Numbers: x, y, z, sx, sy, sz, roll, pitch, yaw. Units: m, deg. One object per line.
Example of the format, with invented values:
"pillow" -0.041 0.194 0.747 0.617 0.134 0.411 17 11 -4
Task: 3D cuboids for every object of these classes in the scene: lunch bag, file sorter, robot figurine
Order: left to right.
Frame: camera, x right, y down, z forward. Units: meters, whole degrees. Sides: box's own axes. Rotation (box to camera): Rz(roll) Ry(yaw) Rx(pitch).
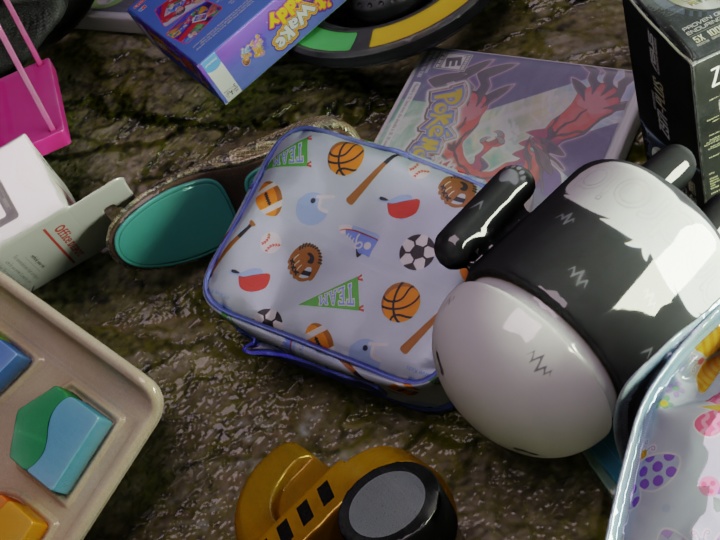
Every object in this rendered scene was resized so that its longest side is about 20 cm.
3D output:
"file sorter" -0.338 -0.133 0.998 0.200 0.125 0.139 -24 35 -2
"lunch bag" 0.000 0.000 0.880 0.200 0.076 0.160 20 78 28
"robot figurine" 0.132 0.017 0.778 0.200 0.125 0.150 -43 41 -18
"lunch bag" 0.189 0.122 0.664 0.127 0.170 0.200 7 62 25

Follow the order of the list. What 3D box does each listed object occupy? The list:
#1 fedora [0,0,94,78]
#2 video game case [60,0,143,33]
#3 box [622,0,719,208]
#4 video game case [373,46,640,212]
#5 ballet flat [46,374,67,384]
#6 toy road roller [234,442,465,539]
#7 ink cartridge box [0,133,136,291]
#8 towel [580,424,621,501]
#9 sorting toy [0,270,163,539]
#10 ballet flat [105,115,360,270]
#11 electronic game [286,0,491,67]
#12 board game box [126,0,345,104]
"fedora" -0.308 -0.216 1.104 0.200 0.201 0.092 -20 51 3
"video game case" -0.162 -0.282 1.210 0.200 0.023 0.182 9 57 25
"box" 0.279 -0.137 0.849 0.200 0.164 0.086 -26 49 -2
"video game case" 0.091 -0.075 0.957 0.182 0.023 0.200 12 57 26
"ballet flat" -0.223 0.087 0.916 0.200 0.071 0.071 15 59 28
"toy road roller" -0.027 0.182 0.734 0.200 0.123 0.146 -42 37 -16
"ink cartridge box" -0.262 -0.025 0.968 0.200 0.116 0.068 -31 78 -6
"towel" 0.207 0.049 0.820 0.200 0.022 0.147 -27 49 -5
"sorting toy" -0.237 0.116 0.854 0.185 0.036 0.200 30 90 31
"ballet flat" -0.095 -0.060 0.991 0.200 0.068 0.075 -26 27 -9
"electronic game" 0.022 -0.229 1.079 0.200 0.042 0.200 -14 43 13
"board game box" -0.074 -0.236 1.079 0.200 0.045 0.134 -42 44 -6
